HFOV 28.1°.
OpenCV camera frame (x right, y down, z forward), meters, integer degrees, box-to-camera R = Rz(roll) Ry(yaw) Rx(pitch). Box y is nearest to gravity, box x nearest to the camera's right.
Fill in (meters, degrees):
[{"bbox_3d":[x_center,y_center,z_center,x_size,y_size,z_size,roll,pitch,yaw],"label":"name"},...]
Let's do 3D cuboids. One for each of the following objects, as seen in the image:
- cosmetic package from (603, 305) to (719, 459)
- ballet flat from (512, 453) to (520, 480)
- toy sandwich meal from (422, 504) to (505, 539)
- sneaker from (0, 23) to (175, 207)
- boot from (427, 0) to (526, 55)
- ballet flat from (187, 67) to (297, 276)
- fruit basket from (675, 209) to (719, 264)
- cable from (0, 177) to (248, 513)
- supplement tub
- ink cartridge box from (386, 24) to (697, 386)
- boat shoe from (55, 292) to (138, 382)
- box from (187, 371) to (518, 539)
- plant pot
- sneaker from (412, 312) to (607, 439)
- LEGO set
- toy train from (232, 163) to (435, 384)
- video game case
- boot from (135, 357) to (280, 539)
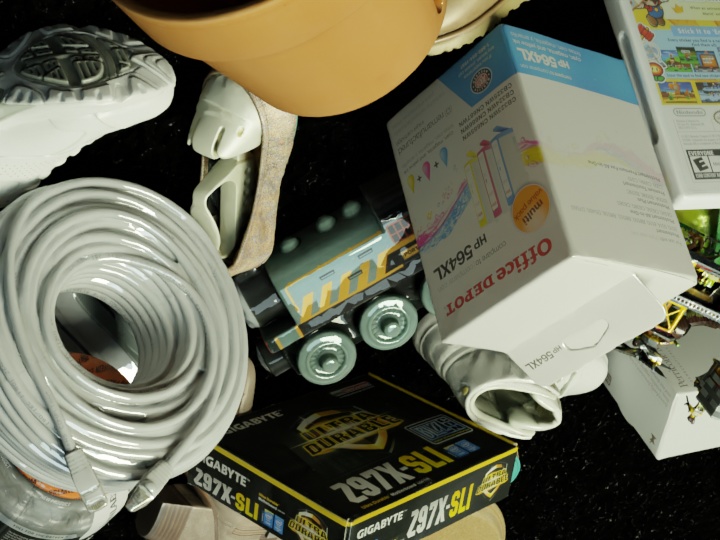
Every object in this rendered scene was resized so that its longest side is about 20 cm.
[{"bbox_3d":[0.326,0.087,1.271,0.199,0.113,0.081,-8,130,-23],"label":"cosmetic package"},{"bbox_3d":[0.043,0.161,1.215,0.199,0.071,0.069,-6,118,-34],"label":"ballet flat"},{"bbox_3d":[0.036,0.261,1.307,0.204,0.070,0.206,-16,130,-20],"label":"toy sandwich meal"},{"bbox_3d":[-0.212,-0.089,0.903,0.199,0.078,0.100,-13,139,-6],"label":"sneaker"},{"bbox_3d":[0.066,-0.255,0.902,0.175,0.066,0.201,-33,136,-15],"label":"boot"},{"bbox_3d":[-0.083,-0.075,0.960,0.067,0.068,0.201,-33,140,-41],"label":"ballet flat"},{"bbox_3d":[0.228,-0.070,1.128,0.199,0.094,0.186,-7,131,0],"label":"fruit basket"},{"bbox_3d":[-0.162,0.041,0.913,0.069,0.200,0.200,-33,-178,44],"label":"cable"},{"bbox_3d":[-0.229,0.142,0.995,0.122,0.123,0.200,9,148,-31],"label":"supplement tub"},{"bbox_3d":[0.121,-0.037,0.963,0.125,0.201,0.128,10,146,-39],"label":"ink cartridge box"},{"bbox_3d":[-0.186,0.060,1.041,0.066,0.074,0.200,-18,130,16],"label":"boat shoe"},{"bbox_3d":[-0.003,0.145,1.077,0.199,0.159,0.050,-14,121,-47],"label":"box"},{"bbox_3d":[-0.035,-0.184,0.826,0.200,0.200,0.140,-35,143,4],"label":"plant pot"},{"bbox_3d":[0.145,0.098,1.189,0.199,0.116,0.074,10,120,-33],"label":"sneaker"},{"bbox_3d":[0.246,0.042,1.064,0.199,0.154,0.116,20,109,-30],"label":"LEGO set"},{"bbox_3d":[0.000,0.000,1.068,0.199,0.085,0.114,-29,120,2],"label":"toy train"},{"bbox_3d":[0.282,-0.131,1.032,0.199,0.183,0.023,-3,157,-23],"label":"video game case"},{"bbox_3d":[-0.090,0.156,1.165,0.146,0.070,0.200,12,119,-42],"label":"boot"}]
